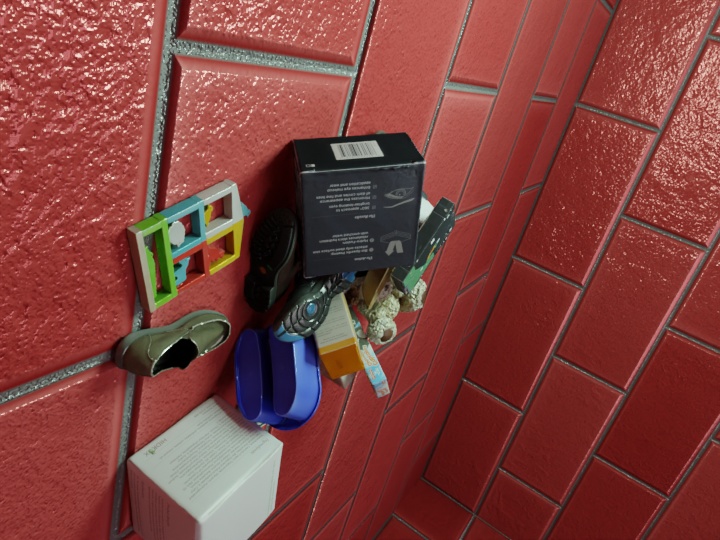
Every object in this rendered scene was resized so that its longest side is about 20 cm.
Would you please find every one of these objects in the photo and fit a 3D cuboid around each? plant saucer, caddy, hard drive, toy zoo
[{"bbox_3d":[0.051,-0.018,1.090,0.202,0.035,0.200,-60,174,-10],"label":"plant saucer"},{"bbox_3d":[-0.145,0.185,0.986,0.105,0.140,0.203,29,51,-63],"label":"caddy"},{"bbox_3d":[0.138,-0.048,1.181,0.201,0.038,0.140,-57,164,-6],"label":"hard drive"},{"bbox_3d":[-0.227,-0.044,0.766,0.200,0.020,0.132,-39,147,-43],"label":"toy zoo"}]

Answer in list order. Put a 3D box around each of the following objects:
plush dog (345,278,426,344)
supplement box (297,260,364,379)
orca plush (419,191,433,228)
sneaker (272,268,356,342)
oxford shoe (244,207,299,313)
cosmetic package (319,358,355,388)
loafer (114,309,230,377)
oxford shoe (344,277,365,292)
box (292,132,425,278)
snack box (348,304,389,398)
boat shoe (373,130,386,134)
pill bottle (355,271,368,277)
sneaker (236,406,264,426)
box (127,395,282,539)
[{"bbox_3d":[0.038,0.047,1.295,0.200,0.160,0.173,-42,126,-25],"label":"plush dog"},{"bbox_3d":[-0.057,0.085,1.039,0.073,0.202,0.126,-18,149,-2],"label":"supplement box"},{"bbox_3d":[0.091,-0.136,1.244,0.198,0.071,0.107,7,71,-37],"label":"orca plush"},{"bbox_3d":[-0.090,0.044,0.959,0.200,0.081,0.074,-47,137,-31],"label":"sneaker"},{"bbox_3d":[-0.138,-0.027,0.917,0.084,0.072,0.201,-36,157,-50],"label":"oxford shoe"},{"bbox_3d":[-0.069,0.179,1.230,0.073,0.103,0.201,-53,156,-22],"label":"cosmetic package"},{"bbox_3d":[-0.260,0.115,0.806,0.199,0.069,0.076,-20,132,-58],"label":"loafer"},{"bbox_3d":[0.000,0.000,1.185,0.200,0.075,0.058,-47,123,-10],"label":"oxford shoe"},{"bbox_3d":[-0.008,-0.108,0.903,0.194,0.118,0.202,-6,128,-11],"label":"box"},{"bbox_3d":[0.009,0.191,1.292,0.037,0.201,0.117,-24,152,-5],"label":"snack box"},{"bbox_3d":[0.039,-0.182,1.107,0.074,0.073,0.202,-36,145,-46],"label":"boat shoe"},{"bbox_3d":[-0.004,-0.091,1.066,0.112,0.111,0.202,-37,146,-44],"label":"pill bottle"},{"bbox_3d":[-0.190,0.264,1.092,0.071,0.079,0.202,-16,129,-59],"label":"sneaker"},{"bbox_3d":[-0.264,0.374,0.942,0.199,0.170,0.201,-34,144,-48],"label":"box"}]
